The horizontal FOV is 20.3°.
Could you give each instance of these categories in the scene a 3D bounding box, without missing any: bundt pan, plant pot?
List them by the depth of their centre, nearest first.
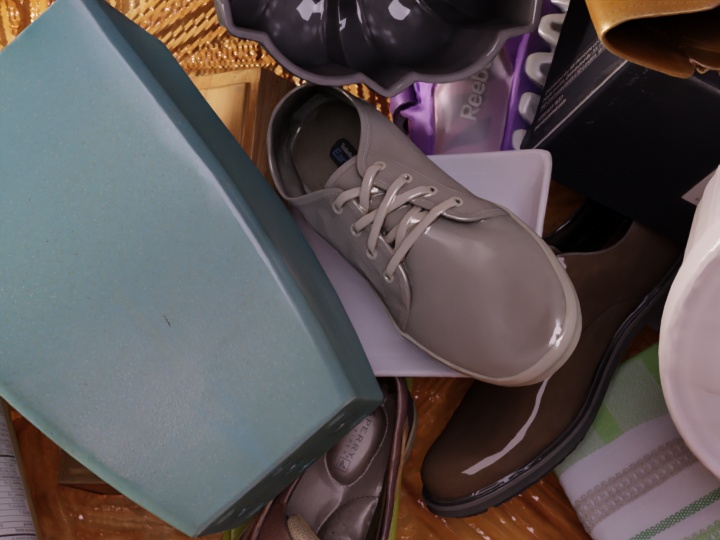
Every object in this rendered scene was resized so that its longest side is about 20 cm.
[{"bbox_3d":[-0.092,0.010,0.865,0.141,0.141,0.200,-41,82,4],"label":"plant pot"},{"bbox_3d":[-0.001,-0.179,0.917,0.202,0.076,0.202,-1,93,-16],"label":"bundt pan"}]

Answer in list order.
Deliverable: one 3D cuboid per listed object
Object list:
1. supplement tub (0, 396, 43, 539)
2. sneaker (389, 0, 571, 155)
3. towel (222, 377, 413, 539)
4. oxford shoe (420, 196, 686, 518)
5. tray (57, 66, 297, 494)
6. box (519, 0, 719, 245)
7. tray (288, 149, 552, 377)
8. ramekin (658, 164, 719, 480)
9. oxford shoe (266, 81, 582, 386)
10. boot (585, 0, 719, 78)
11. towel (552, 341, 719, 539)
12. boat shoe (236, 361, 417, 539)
[{"bbox_3d":[-0.220,0.116,0.906,0.144,0.144,0.200,-15,78,-6],"label":"supplement tub"},{"bbox_3d":[0.050,-0.063,1.001,0.088,0.081,0.200,19,70,7],"label":"sneaker"},{"bbox_3d":[-0.018,0.072,0.991,0.086,0.018,0.200,7,76,0],"label":"towel"},{"bbox_3d":[0.084,0.029,0.965,0.200,0.073,0.084,-52,123,-18],"label":"oxford shoe"},{"bbox_3d":[-0.088,0.006,0.969,0.099,0.037,0.200,-5,74,35],"label":"tray"},{"bbox_3d":[0.207,-0.112,0.949,0.200,0.123,0.199,25,60,-12],"label":"box"},{"bbox_3d":[0.000,0.000,0.951,0.200,0.022,0.108,-1,73,33],"label":"tray"},{"bbox_3d":[0.225,0.010,0.840,0.202,0.203,0.094,10,38,0],"label":"ramekin"},{"bbox_3d":[0.020,-0.019,0.897,0.075,0.058,0.200,-48,55,7],"label":"oxford shoe"},{"bbox_3d":[0.094,-0.147,0.823,0.201,0.071,0.144,7,49,-2],"label":"boot"},{"bbox_3d":[0.179,0.100,0.928,0.149,0.031,0.200,-30,47,-3],"label":"towel"},{"bbox_3d":[-0.023,0.134,0.933,0.072,0.072,0.200,26,76,-1],"label":"boat shoe"}]
